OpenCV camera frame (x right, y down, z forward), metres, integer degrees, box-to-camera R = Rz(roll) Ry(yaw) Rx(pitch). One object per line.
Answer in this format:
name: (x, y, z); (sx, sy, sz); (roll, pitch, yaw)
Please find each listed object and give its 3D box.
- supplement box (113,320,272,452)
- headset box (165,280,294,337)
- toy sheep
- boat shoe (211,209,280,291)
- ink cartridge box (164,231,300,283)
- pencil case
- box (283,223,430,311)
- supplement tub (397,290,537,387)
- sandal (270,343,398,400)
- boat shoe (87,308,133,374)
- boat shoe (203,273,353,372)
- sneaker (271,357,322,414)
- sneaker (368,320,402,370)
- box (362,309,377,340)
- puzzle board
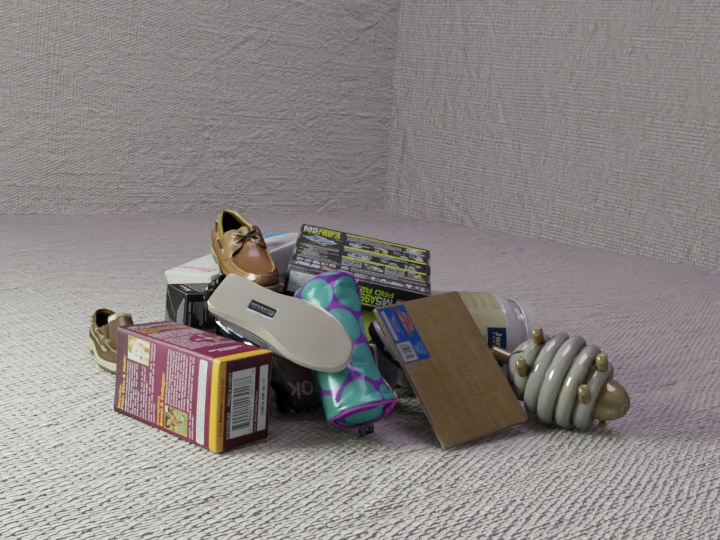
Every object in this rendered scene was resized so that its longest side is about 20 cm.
supplement box: (-0.206, 0.134, 1.161); (0.200, 0.111, 0.085); (12, 12, 40)
headset box: (-0.164, 0.094, 1.323); (0.199, 0.149, 0.077); (-2, 12, -33)
toy sheep: (0.263, 0.142, 1.278); (0.200, 0.138, 0.138); (27, 19, 26)
boat shoe: (-0.166, -0.029, 1.329); (0.072, 0.068, 0.200); (-7, 23, -27)
ink cartridge box: (-0.168, 0.039, 1.480); (0.200, 0.147, 0.146); (-23, 17, -34)
pencil case: (-0.020, 0.099, 1.194); (0.092, 0.201, 0.085); (-8, -33, -16)
box: (0.000, 0.000, 1.363); (0.199, 0.044, 0.160); (12, 23, -2)
supplement tub: (0.149, 0.102, 1.434); (0.199, 0.146, 0.145); (2, 9, -16)
sandal: (-0.047, 0.136, 1.337); (0.206, 0.080, 0.059); (-1, 13, -20)
boat shoe: (-0.362, 0.100, 1.424); (0.074, 0.075, 0.202); (-2, 11, -35)
boat shoe: (-0.094, 0.076, 1.166); (0.200, 0.075, 0.093); (28, -24, 19)
sneaker: (-0.058, 0.153, 1.259); (0.200, 0.098, 0.071); (26, -13, -16)
sneaker: (0.105, 0.112, 1.309); (0.200, 0.083, 0.072); (34, 8, -7)
box: (-0.011, 0.092, 1.447); (0.075, 0.050, 0.200); (-20, -6, -24)
puzzle board: (0.114, 0.123, 1.233); (0.150, 0.200, 0.017); (-10, -27, -38)
